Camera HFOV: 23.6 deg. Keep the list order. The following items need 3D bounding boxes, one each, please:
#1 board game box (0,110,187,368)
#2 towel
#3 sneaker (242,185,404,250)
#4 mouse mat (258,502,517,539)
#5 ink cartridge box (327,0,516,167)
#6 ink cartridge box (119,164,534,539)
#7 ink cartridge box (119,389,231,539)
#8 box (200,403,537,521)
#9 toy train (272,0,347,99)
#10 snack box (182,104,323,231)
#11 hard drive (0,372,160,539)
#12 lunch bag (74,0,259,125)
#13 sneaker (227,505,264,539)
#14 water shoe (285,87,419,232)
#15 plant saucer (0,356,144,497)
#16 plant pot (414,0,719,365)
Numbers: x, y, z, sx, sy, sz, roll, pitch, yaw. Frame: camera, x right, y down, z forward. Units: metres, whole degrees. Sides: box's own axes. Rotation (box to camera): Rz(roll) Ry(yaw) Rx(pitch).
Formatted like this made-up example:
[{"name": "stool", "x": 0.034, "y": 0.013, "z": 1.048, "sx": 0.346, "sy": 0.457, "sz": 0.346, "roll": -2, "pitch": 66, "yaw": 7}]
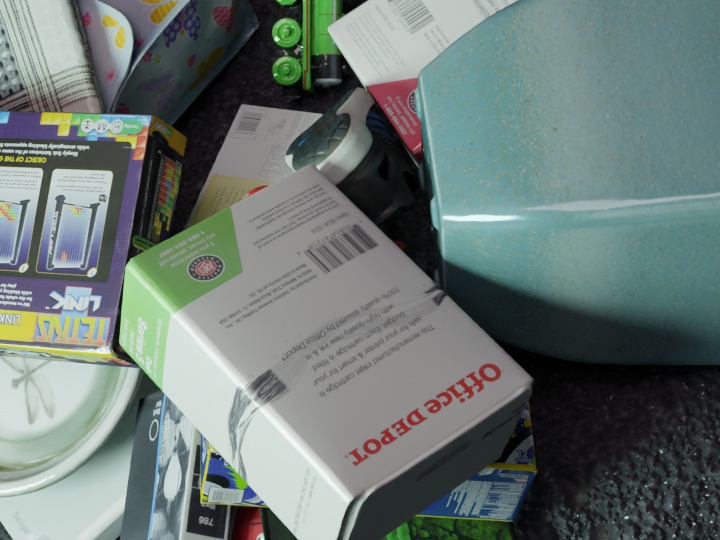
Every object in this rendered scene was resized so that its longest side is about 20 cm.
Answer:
[{"name": "board game box", "x": -0.229, "y": -0.024, "z": 1.181, "sx": 0.200, "sy": 0.057, "sz": 0.166, "roll": 4, "pitch": 79, "yaw": 23}, {"name": "towel", "x": -0.277, "y": -0.117, "z": 1.260, "sx": 0.192, "sy": 0.035, "sz": 0.200, "roll": -18, "pitch": 84, "yaw": 18}, {"name": "sneaker", "x": 0.000, "y": 0.000, "z": 1.131, "sx": 0.200, "sy": 0.085, "sz": 0.077, "roll": 40, "pitch": 56, "yaw": 19}, {"name": "mouse mat", "x": 0.011, "y": 0.118, "z": 1.097, "sx": 0.160, "sy": 0.008, "sz": 0.200, "roll": 0, "pitch": 49, "yaw": -13}, {"name": "ink cartridge box", "x": 0.101, "y": -0.164, "z": 1.233, "sx": 0.200, "sy": 0.085, "sz": 0.146, "roll": -34, "pitch": 55, "yaw": 3}, {"name": "ink cartridge box", "x": -0.022, "y": 0.053, "z": 0.998, "sx": 0.145, "sy": 0.084, "sz": 0.200, "roll": -29, "pitch": 62, "yaw": -32}, {"name": "ink cartridge box", "x": -0.121, "y": 0.172, "z": 1.109, "sx": 0.099, "sy": 0.039, "sz": 0.201, "roll": -26, "pitch": 55, "yaw": 55}, {"name": "box", "x": 0.003, "y": 0.105, "z": 1.058, "sx": 0.199, "sy": 0.064, "sz": 0.070, "roll": 5, "pitch": 49, "yaw": -10}, {"name": "toy train", "x": -0.038, "y": -0.231, "z": 1.306, "sx": 0.056, "sy": 0.042, "sz": 0.201, "roll": 0, "pitch": 93, "yaw": 4}, {"name": "snack box", "x": -0.065, "y": -0.027, "z": 1.231, "sx": 0.116, "sy": 0.037, "sz": 0.200, "roll": 9, "pitch": 59, "yaw": 22}, {"name": "hard drive", "x": -0.176, "y": 0.112, "z": 1.220, "sx": 0.200, "sy": 0.026, "sz": 0.132, "roll": -42, "pitch": 55, "yaw": -5}, {"name": "lunch bag", "x": -0.205, "y": -0.187, "z": 1.323, "sx": 0.169, "sy": 0.127, "sz": 0.200, "roll": 29, "pitch": 67, "yaw": 24}, {"name": "sneaker", "x": -0.048, "y": 0.199, "z": 1.058, "sx": 0.071, "sy": 0.113, "sz": 0.200, "roll": 6, "pitch": 65, "yaw": -8}, {"name": "water shoe", "x": -0.004, "y": -0.066, "z": 1.151, "sx": 0.071, "sy": 0.200, "sz": 0.079, "roll": -41, "pitch": 99, "yaw": 11}, {"name": "plant saucer", "x": -0.232, "y": 0.067, "z": 1.214, "sx": 0.200, "sy": 0.050, "sz": 0.201, "roll": -8, "pitch": 67, "yaw": 19}, {"name": "plant pot", "x": 0.138, "y": -0.058, "z": 1.060, "sx": 0.199, "sy": 0.196, "sz": 0.197, "roll": -7, "pitch": 58, "yaw": -1}]
